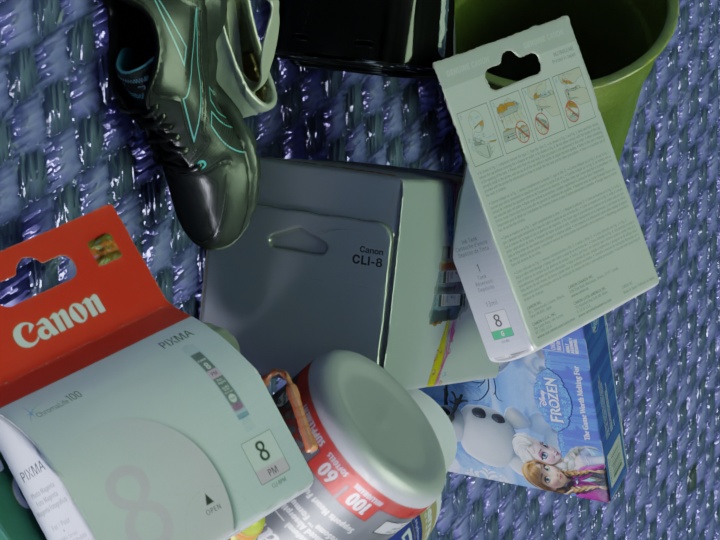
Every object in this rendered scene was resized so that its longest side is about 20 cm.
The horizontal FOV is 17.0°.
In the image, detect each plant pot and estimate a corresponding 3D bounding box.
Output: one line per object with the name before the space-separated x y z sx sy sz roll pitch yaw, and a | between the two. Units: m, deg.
plant pot | 0.144 -0.142 1.888 0.191 0.199 0.201 87 26 -48

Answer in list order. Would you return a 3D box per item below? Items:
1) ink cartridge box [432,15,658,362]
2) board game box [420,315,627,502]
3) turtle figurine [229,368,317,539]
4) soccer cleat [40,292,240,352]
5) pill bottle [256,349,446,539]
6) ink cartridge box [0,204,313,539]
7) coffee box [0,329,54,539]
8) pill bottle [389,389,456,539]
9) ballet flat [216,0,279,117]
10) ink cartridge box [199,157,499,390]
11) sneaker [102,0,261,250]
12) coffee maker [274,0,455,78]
ink cartridge box | 0.115 -0.057 1.638 0.160 0.050 0.201 -24 93 -47
board game box | 0.091 0.073 1.801 0.043 0.198 0.201 -54 143 -41
turtle figurine | -0.112 0.154 1.443 0.064 0.160 0.202 19 76 -46
soccer cleat | -0.134 0.041 1.479 0.200 0.069 0.078 -9 103 -61
pill bottle | -0.052 0.151 1.517 0.116 0.200 0.116 39 24 -22
ink cartridge box | -0.133 0.067 1.335 0.162 0.057 0.201 -27 91 -46
coffee box | -0.170 0.133 1.336 0.201 0.044 0.123 56 37 -3
pill bottle | -0.011 0.171 1.712 0.200 0.119 0.120 -52 142 -45
ballet flat | -0.083 -0.187 1.510 0.069 0.069 0.202 -45 136 -51
ink cartridge box | 0.000 0.000 1.649 0.200 0.144 0.146 -1 98 -63
sneaker | -0.118 -0.103 1.474 0.079 0.075 0.202 -32 118 -46
coffee maker | -0.001 -0.234 1.625 0.191 0.134 0.202 3 95 -41
